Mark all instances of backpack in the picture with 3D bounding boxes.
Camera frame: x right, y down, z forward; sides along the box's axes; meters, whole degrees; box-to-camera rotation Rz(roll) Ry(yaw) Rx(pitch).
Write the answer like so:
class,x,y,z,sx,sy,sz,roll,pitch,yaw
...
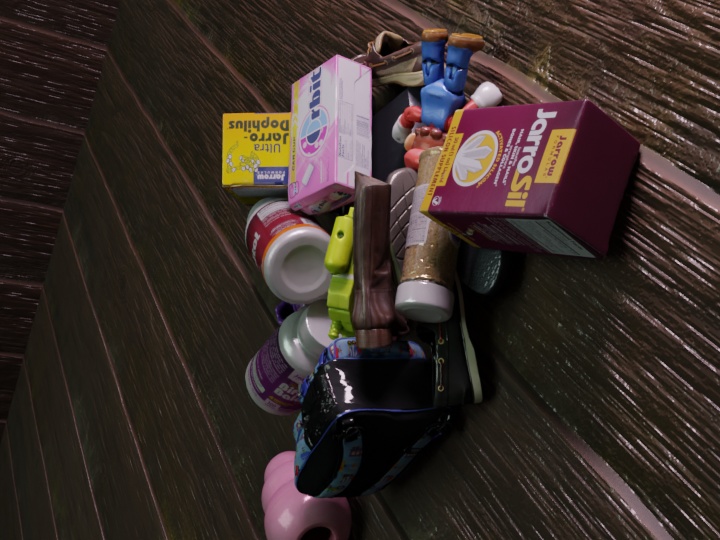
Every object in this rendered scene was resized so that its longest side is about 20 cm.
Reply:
class,x,y,z,sx,sy,sz,roll,pitch,yaw
backpack,-0.002,0.197,1.185,0.201,0.180,0.136,-60,40,39

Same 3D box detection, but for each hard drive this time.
class,x,y,z,sx,sy,sz,roll,pitch,yaw
hard drive,0.058,-0.150,1.315,0.134,0.042,0.203,-29,57,53

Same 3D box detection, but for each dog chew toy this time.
class,x,y,z,sx,sy,sz,roll,pitch,yaw
dog chew toy,-0.087,0.333,1.354,0.200,0.123,0.126,-130,56,-63

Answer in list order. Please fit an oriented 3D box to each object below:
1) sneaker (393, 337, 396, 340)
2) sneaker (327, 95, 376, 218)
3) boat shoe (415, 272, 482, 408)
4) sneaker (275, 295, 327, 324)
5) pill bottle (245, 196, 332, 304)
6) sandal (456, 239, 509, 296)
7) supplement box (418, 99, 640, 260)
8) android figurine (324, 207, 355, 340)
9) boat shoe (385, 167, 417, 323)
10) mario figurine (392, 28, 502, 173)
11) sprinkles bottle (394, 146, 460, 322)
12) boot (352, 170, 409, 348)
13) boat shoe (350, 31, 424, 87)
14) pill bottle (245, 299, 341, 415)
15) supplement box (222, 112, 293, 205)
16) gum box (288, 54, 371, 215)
class,x,y,z,sx,sy,sz,roll,pitch,yaw
sneaker,0.007,0.146,1.297,0.095,0.078,0.203,21,101,48
sneaker,-0.033,-0.168,1.426,0.203,0.076,0.148,127,153,-53
boat shoe,0.098,0.065,1.133,0.074,0.062,0.204,86,176,-71
sneaker,-0.067,0.028,1.432,0.201,0.088,0.081,-54,38,35
pill bottle,-0.106,-0.038,1.372,0.114,0.112,0.200,-71,24,15
sandal,0.144,-0.042,1.148,0.076,0.042,0.201,-55,28,25
supplement box,0.175,-0.096,1.000,0.199,0.103,0.132,6,72,54
android figurine,0.000,0.000,1.214,0.041,0.182,0.203,11,77,21
boat shoe,0.058,-0.030,1.210,0.073,0.074,0.203,-170,71,-67
mario figurine,0.109,-0.205,1.206,0.123,0.105,0.203,-133,47,-61
sprinkles bottle,0.087,-0.043,1.107,0.068,0.068,0.203,-21,55,56
boot,0.021,-0.018,1.130,0.186,0.063,0.203,-41,-52,-84
boat shoe,0.045,-0.305,1.330,0.199,0.072,0.073,22,137,56
pill bottle,-0.087,0.129,1.406,0.200,0.111,0.114,-49,43,46
supplement box,-0.145,-0.170,1.462,0.200,0.107,0.111,58,-149,-86
gum box,-0.043,-0.183,1.323,0.113,0.066,0.203,-19,65,49
